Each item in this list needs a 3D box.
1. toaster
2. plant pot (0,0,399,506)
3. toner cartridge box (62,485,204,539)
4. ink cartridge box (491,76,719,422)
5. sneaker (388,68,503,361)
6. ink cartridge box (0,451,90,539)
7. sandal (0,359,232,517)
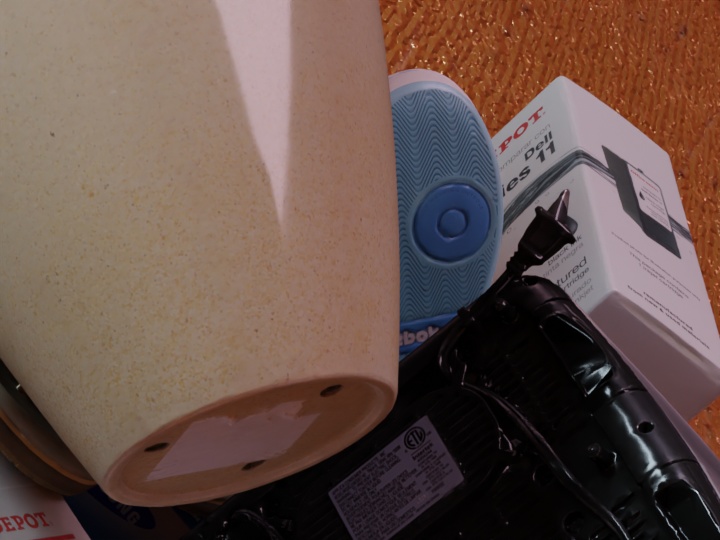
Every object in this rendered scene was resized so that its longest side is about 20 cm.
[{"bbox_3d":[0.055,0.116,0.913,0.119,0.200,0.181,40,13,-49],"label":"toaster"},{"bbox_3d":[-0.065,-0.036,0.851,0.187,0.187,0.200,12,54,-56],"label":"plant pot"},{"bbox_3d":[-0.039,0.124,1.052,0.200,0.043,0.095,49,21,2],"label":"toner cartridge box"},{"bbox_3d":[0.086,0.020,1.322,0.083,0.147,0.200,37,23,-23],"label":"ink cartridge box"},{"bbox_3d":[0.000,0.000,1.107,0.079,0.201,0.131,-2,24,-17],"label":"sneaker"},{"bbox_3d":[-0.116,0.134,0.855,0.200,0.067,0.117,55,20,16],"label":"ink cartridge box"},{"bbox_3d":[-0.084,0.038,0.945,0.080,0.054,0.200,51,13,28],"label":"sandal"}]
